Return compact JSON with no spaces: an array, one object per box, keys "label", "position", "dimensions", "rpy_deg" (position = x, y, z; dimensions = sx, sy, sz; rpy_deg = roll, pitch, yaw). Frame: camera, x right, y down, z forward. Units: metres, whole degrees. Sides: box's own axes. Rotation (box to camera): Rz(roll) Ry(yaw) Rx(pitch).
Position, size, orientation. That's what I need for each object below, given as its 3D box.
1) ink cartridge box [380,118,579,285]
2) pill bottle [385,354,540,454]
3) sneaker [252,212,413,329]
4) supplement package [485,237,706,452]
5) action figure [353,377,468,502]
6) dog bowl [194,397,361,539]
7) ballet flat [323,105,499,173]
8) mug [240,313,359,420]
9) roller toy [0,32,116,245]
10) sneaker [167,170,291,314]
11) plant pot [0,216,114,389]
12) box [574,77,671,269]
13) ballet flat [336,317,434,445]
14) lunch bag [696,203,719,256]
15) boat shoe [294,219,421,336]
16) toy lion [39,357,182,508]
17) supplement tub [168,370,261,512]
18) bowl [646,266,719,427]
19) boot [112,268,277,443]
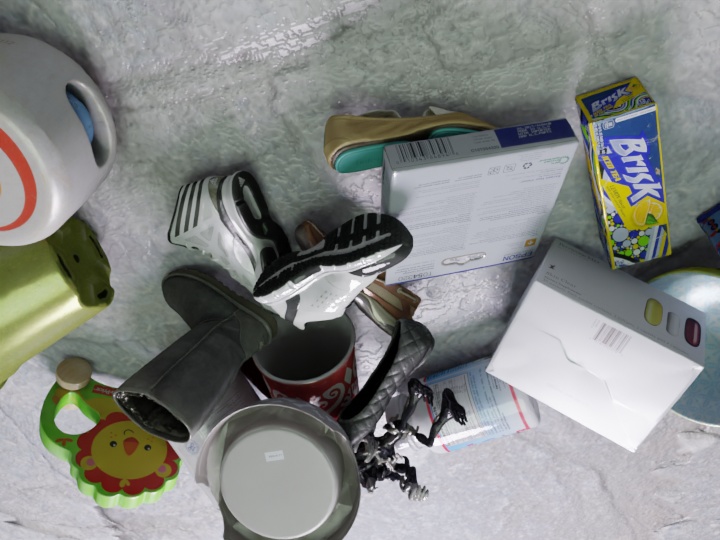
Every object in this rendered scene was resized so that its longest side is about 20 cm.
[{"label":"ink cartridge box","position":[0.118,-0.070,0.753],"dimensions":[0.194,0.044,0.201],"rpy_deg":[-10,147,-9]},{"label":"pill bottle","position":[0.140,0.190,0.955],"dimensions":[0.199,0.109,0.109],"rpy_deg":[-21,126,16]},{"label":"sneaker","position":[-0.021,0.004,0.740],"dimensions":[0.199,0.074,0.080],"rpy_deg":[-22,125,33]},{"label":"supplement package","position":[0.281,0.087,0.825],"dimensions":[0.199,0.111,0.157],"rpy_deg":[28,128,11]},{"label":"action figure","position":[0.042,0.232,0.882],"dimensions":[0.118,0.102,0.201],"rpy_deg":[32,112,-11]},{"label":"dog bowl","position":[-0.094,0.244,0.816],"dimensions":[0.198,0.059,0.202],"rpy_deg":[1,101,6]},{"label":"ballet flat","position":[0.057,-0.145,0.713],"dimensions":[0.198,0.063,0.069],"rpy_deg":[-6,151,-16]},{"label":"mug","position":[-0.072,0.148,0.934],"dimensions":[0.133,0.177,0.201],"rpy_deg":[-32,137,-22]},{"label":"roller toy","position":[-0.347,-0.130,0.678],"dimensions":[0.182,0.140,0.200],"rpy_deg":[34,126,-13]},{"label":"sneaker","position":[-0.156,-0.029,0.817],"dimensions":[0.114,0.076,0.202],"rpy_deg":[-1,131,20]},{"label":"plant pot","position":[-0.396,0.021,0.782],"dimensions":[0.183,0.201,0.201],"rpy_deg":[-24,126,5]},{"label":"box","position":[0.290,-0.101,0.751],"dimensions":[0.069,0.065,0.201],"rpy_deg":[-16,128,12]},{"label":"ballet flat","position":[0.014,0.141,0.844],"dimensions":[0.057,0.067,0.201],"rpy_deg":[33,100,-19]},{"label":"lunch bag","position":[0.509,-0.003,0.775],"dimensions":[0.199,0.151,0.094],"rpy_deg":[26,125,-19]},{"label":"boat shoe","position":[0.000,0.000,0.835],"dimensions":[0.072,0.076,0.200],"rpy_deg":[-48,121,-4]},{"label":"toy lion","position":[-0.336,0.225,0.927],"dimensions":[0.198,0.193,0.069],"rpy_deg":[15,127,-12]},{"label":"supplement tub","position":[-0.185,0.215,0.917],"dimensions":[0.131,0.132,0.201],"rpy_deg":[-30,98,22]},{"label":"bowl","position":[0.446,0.080,0.855],"dimensions":[0.107,0.200,0.201],"rpy_deg":[-23,142,-39]},{"label":"boot","position":[-0.210,0.091,0.789],"dimensions":[0.181,0.200,0.073],"rpy_deg":[21,132,19]}]
